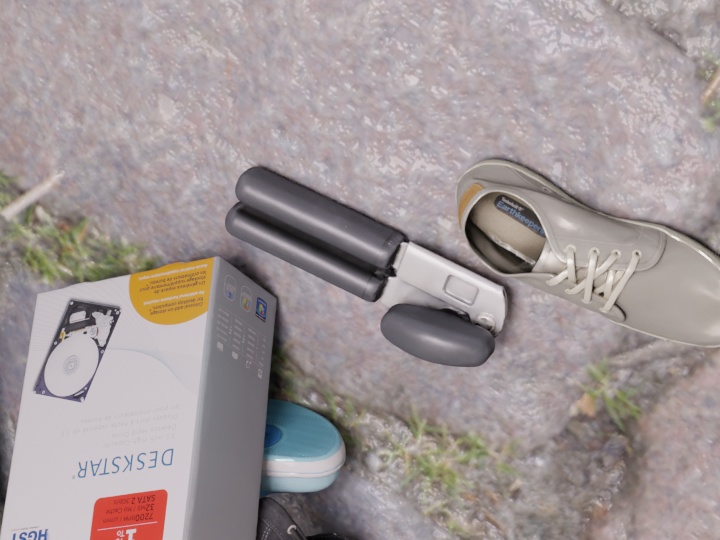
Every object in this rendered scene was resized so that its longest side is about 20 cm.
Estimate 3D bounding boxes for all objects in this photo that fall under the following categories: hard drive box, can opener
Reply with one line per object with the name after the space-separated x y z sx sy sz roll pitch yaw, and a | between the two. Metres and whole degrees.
-0.146 0.106 1.212 0.156 0.200 0.077 -12 150 27 | hard drive box
0.000 0.000 1.176 0.200 0.067 0.053 26 121 9 | can opener

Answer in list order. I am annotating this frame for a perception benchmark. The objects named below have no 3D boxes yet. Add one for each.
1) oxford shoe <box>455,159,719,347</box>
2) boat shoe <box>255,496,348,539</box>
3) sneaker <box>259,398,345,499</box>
0.144 -0.003 1.121 0.200 0.058 0.075 27 120 6 | oxford shoe
-0.033 0.210 1.266 0.070 0.066 0.200 32 171 41 | boat shoe
-0.091 0.161 1.291 0.200 0.080 0.131 4 115 32 | sneaker
